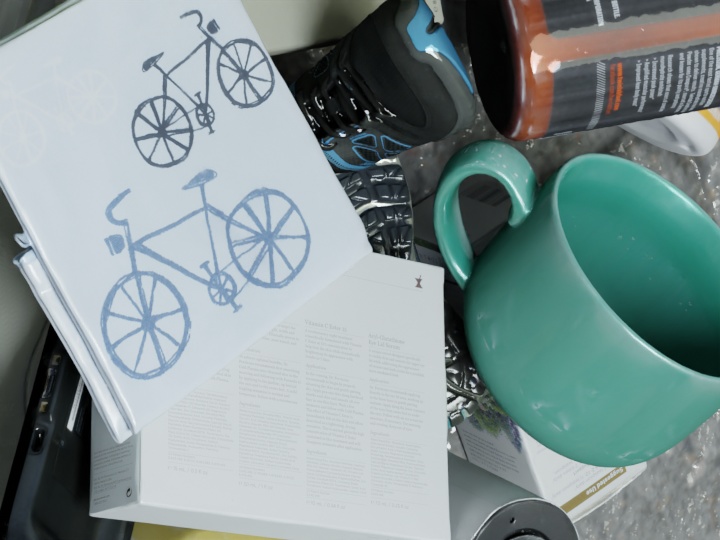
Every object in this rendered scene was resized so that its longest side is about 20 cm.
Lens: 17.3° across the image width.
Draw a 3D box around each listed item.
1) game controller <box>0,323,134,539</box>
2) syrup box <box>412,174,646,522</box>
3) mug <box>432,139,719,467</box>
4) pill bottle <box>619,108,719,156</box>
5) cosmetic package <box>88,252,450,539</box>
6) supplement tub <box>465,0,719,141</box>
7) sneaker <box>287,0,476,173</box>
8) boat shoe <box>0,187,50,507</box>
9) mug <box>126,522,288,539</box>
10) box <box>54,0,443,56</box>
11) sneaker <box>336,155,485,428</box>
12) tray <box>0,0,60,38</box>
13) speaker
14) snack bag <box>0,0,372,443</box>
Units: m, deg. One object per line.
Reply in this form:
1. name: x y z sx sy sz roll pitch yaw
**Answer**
1. game controller: -0.138 0.080 1.203 0.104 0.042 0.201 46 47 -49
2. syrup box: 0.095 0.048 1.416 0.081 0.079 0.201 -32 117 -22
3. mug: 0.123 0.018 1.301 0.151 0.186 0.114 -9 150 -48
4. pill bottle: 0.207 -0.180 1.411 0.112 0.112 0.201 32 85 -34
5. cosmetic package: -0.044 0.059 1.214 0.199 0.051 0.152 12 71 -37
6. supplement tub: 0.164 -0.136 1.292 0.198 0.107 0.108 -10 108 -11
7. sneaker: 0.003 -0.084 1.218 0.081 0.200 0.074 -26 84 -13
8. boat shoe: -0.176 0.051 1.233 0.060 0.073 0.202 -11 100 -72
9. mug: -0.100 0.157 1.276 0.148 0.153 0.188 -8 106 -30
10. box: -0.058 -0.147 1.253 0.199 0.082 0.069 -13 96 -37
11. sneaker: 0.000 0.000 1.353 0.077 0.086 0.201 -23 92 -10
12. tray: -0.170 -0.064 1.255 0.107 0.022 0.202 16 93 -33
13. speaker: 0.037 0.139 1.328 0.081 0.200 0.082 -8 106 -30
14. snack bag: -0.098 -0.048 1.147 0.188 0.021 0.201 -38 106 -38
